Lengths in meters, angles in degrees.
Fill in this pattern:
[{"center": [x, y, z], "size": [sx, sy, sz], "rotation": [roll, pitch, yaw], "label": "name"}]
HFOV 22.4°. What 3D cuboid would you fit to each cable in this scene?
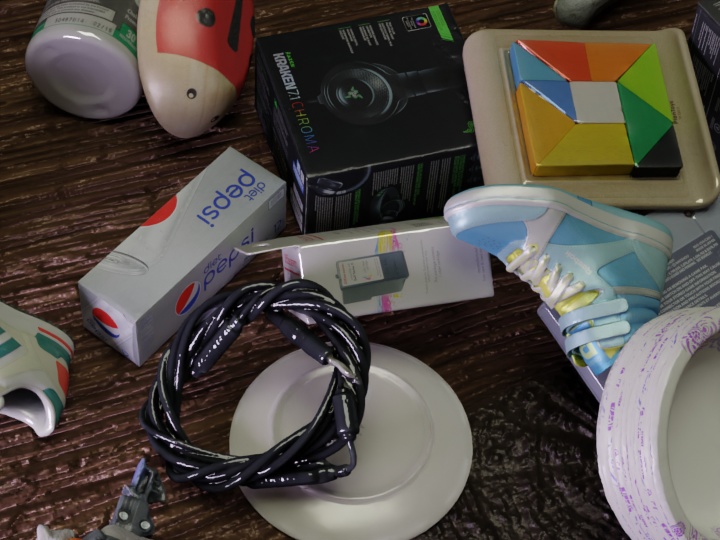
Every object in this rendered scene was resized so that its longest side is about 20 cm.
[{"center": [-0.089, 0.091, 1.426], "size": [0.198, 0.051, 0.165], "rotation": [-6, 82, 23], "label": "cable"}]

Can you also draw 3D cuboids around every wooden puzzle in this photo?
[{"center": [0.196, -0.135, 1.548], "size": [0.198, 0.037, 0.186], "rotation": [-3, 60, -7], "label": "wooden puzzle"}]

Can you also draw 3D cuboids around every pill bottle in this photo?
[{"center": [-0.233, -0.249, 1.696], "size": [0.112, 0.114, 0.201], "rotation": [10, 53, 4], "label": "pill bottle"}]

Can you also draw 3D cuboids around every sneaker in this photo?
[{"center": [0.157, 0.011, 1.431], "size": [0.198, 0.080, 0.132], "rotation": [12, 68, -16], "label": "sneaker"}, {"center": [-0.310, 0.070, 1.422], "size": [0.199, 0.070, 0.094], "rotation": [26, 48, -37], "label": "sneaker"}]

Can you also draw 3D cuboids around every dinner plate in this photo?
[{"center": [-0.007, 0.134, 1.468], "size": [0.198, 0.024, 0.201], "rotation": [2, 51, -3], "label": "dinner plate"}]

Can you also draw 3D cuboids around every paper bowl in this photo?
[{"center": [0.262, 0.129, 1.400], "size": [0.201, 0.201, 0.104], "rotation": [-44, 22, -31], "label": "paper bowl"}]

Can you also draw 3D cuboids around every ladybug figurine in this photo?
[{"center": [-0.144, -0.218, 1.656], "size": [0.071, 0.136, 0.202], "rotation": [-9, 63, 26], "label": "ladybug figurine"}]

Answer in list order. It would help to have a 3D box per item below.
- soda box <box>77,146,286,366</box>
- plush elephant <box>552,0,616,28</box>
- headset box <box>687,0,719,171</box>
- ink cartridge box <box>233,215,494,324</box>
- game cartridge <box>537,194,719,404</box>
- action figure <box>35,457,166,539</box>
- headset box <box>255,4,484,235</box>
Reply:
[{"center": [-0.150, -0.015, 1.549], "size": [0.068, 0.064, 0.200], "rotation": [32, 57, 21], "label": "soda box"}, {"center": [0.232, -0.357, 1.785], "size": [0.155, 0.165, 0.200], "rotation": [43, 31, 11], "label": "plush elephant"}, {"center": [0.374, -0.127, 1.598], "size": [0.092, 0.175, 0.200], "rotation": [-24, 56, -20], "label": "headset box"}, {"center": [0.000, 0.000, 1.509], "size": [0.198, 0.117, 0.068], "rotation": [-8, 95, -9], "label": "ink cartridge box"}, {"center": [0.252, 0.023, 1.514], "size": [0.199, 0.041, 0.134], "rotation": [-30, 80, -18], "label": "game cartridge"}, {"center": [-0.151, 0.216, 1.348], "size": [0.192, 0.105, 0.201], "rotation": [12, 54, -7], "label": "action figure"}, {"center": [0.022, -0.134, 1.625], "size": [0.198, 0.093, 0.175], "rotation": [-11, 54, -13], "label": "headset box"}]
